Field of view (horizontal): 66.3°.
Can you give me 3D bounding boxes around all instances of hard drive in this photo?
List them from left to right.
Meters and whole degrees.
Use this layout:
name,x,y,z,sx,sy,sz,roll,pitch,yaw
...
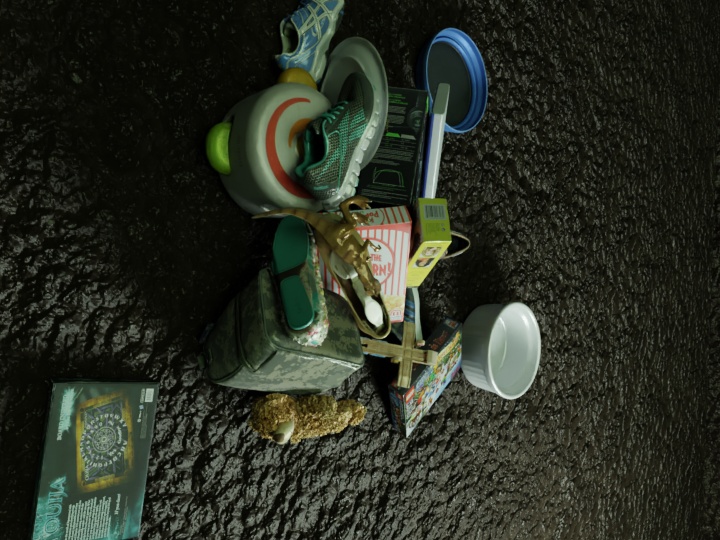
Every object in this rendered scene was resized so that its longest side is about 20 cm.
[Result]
name,x,y,z,sx,sy,sz,roll,pitch,yaw
hard drive,0.135,-0.217,1.011,0.134,0.024,0.205,-72,168,-50

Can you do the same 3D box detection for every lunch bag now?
name,x,y,z,sx,sy,sz,roll,pitch,yaw
lunch bag,-0.118,0.111,0.813,0.197,0.167,0.142,19,39,-40

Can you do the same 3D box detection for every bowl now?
name,x,y,z,sx,sy,sz,roll,pitch,yaw
bowl,0.189,-0.389,1.140,0.196,0.039,0.208,-2,92,-41

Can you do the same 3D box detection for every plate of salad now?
name,x,y,z,sx,sy,sz,roll,pitch,yaw
plate of salad,-0.012,-0.255,0.865,0.047,0.197,0.208,-5,94,-36

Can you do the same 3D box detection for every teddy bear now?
name,x,y,z,sx,sy,sz,roll,pitch,yaw
teddy bear,-0.079,0.237,0.864,0.199,0.141,0.069,29,50,-54

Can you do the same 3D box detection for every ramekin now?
name,x,y,z,sx,sy,sz,roll,pitch,yaw
ramekin,0.303,0.170,1.214,0.196,0.096,0.208,-1,92,-41

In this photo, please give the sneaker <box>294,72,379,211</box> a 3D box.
name,x,y,z,sx,sy,sz,roll,pitch,yaw
sneaker,-0.034,-0.190,0.754,0.090,0.076,0.206,27,70,-44

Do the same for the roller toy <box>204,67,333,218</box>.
name,x,y,z,sx,sy,sz,roll,pitch,yaw
roller toy,-0.110,-0.177,0.822,0.201,0.138,0.184,-51,121,-28

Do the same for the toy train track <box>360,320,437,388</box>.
name,x,y,z,sx,sy,sz,roll,pitch,yaw
toy train track,0.045,0.137,0.968,0.193,0.033,0.118,11,71,-8

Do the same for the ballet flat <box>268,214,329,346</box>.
name,x,y,z,sx,sy,sz,roll,pitch,yaw
ballet flat,-0.082,0.017,0.750,0.064,0.073,0.205,60,16,-52

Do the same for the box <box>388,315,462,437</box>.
name,x,y,z,sx,sy,sz,roll,pitch,yaw
box,0.130,0.204,1.068,0.200,0.037,0.139,-44,143,-31

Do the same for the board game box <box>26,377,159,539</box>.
name,x,y,z,sx,sy,sz,roll,pitch,yaw
board game box,-0.340,0.244,0.707,0.132,0.028,0.207,10,85,-40

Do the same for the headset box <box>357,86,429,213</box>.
name,x,y,z,sx,sy,sz,roll,pitch,yaw
headset box,0.063,-0.192,0.946,0.174,0.090,0.207,51,48,-78

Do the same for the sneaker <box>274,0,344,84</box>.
name,x,y,z,sx,sy,sz,roll,pitch,yaw
sneaker,-0.081,-0.398,0.883,0.076,0.074,0.207,21,76,-43

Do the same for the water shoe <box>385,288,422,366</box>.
name,x,y,z,sx,sy,sz,roll,pitch,yaw
water shoe,0.066,0.079,1.025,0.078,0.071,0.206,-22,105,-35

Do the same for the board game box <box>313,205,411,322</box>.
name,x,y,z,sx,sy,sz,roll,pitch,yaw
board game box,0.000,0.000,0.880,0.146,0.047,0.205,-6,129,-8

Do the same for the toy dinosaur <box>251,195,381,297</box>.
name,x,y,z,sx,sy,sz,roll,pitch,yaw
toy dinosaur,-0.032,-0.051,0.725,0.199,0.060,0.107,41,63,-9

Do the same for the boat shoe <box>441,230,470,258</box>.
name,x,y,z,sx,sy,sz,roll,pitch,yaw
boat shoe,0.138,-0.056,1.082,0.196,0.071,0.075,-11,98,-40

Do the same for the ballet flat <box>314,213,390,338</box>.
name,x,y,z,sx,sy,sz,roll,pitch,yaw
ballet flat,-0.003,0.011,0.793,0.067,0.063,0.203,-30,113,-5

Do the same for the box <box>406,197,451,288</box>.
name,x,y,z,sx,sy,sz,roll,pitch,yaw
box,0.094,-0.039,0.906,0.048,0.201,0.078,-1,68,-9
